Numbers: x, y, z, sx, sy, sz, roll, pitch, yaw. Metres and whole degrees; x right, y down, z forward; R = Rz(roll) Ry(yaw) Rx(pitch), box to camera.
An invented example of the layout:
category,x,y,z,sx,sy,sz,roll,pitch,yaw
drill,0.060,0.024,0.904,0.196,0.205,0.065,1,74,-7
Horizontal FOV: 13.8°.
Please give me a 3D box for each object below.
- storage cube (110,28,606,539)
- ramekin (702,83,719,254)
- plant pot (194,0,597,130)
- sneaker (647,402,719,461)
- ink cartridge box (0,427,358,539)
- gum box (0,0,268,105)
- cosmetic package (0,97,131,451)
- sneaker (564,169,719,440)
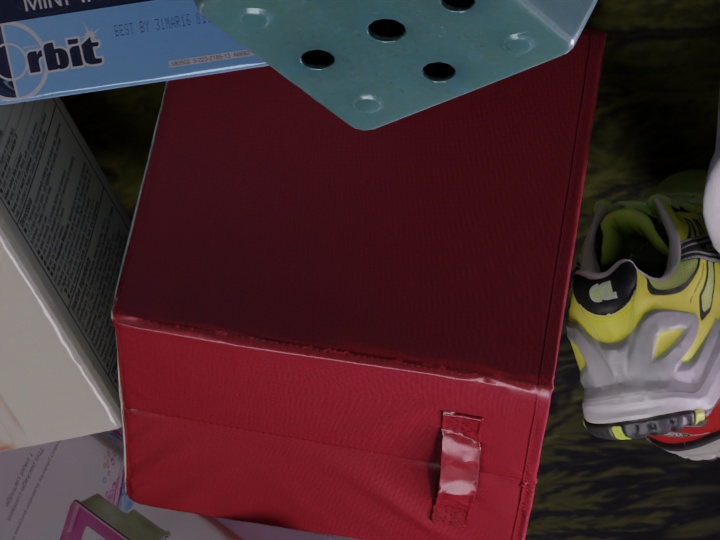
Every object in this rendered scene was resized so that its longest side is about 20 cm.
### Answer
category,x,y,z,sx,sy,sz,roll,pitch,yaw
storage cube,0.000,0.000,1.271,0.179,0.201,0.171,8,150,3
ramekin,0.240,-0.066,1.230,0.199,0.098,0.201,2,149,1
plant pot,0.011,-0.161,0.984,0.141,0.201,0.141,-20,142,33
sneaker,0.190,0.037,1.434,0.085,0.077,0.200,28,141,-28
ink cartridge box,-0.075,0.134,1.391,0.200,0.085,0.144,33,-169,37
gum box,-0.090,-0.105,1.117,0.169,0.200,0.045,-7,104,15
cosmetic package,-0.169,-0.028,1.267,0.087,0.104,0.200,-11,127,21
sneaker,0.134,-0.005,1.279,0.075,0.200,0.077,-9,113,17
